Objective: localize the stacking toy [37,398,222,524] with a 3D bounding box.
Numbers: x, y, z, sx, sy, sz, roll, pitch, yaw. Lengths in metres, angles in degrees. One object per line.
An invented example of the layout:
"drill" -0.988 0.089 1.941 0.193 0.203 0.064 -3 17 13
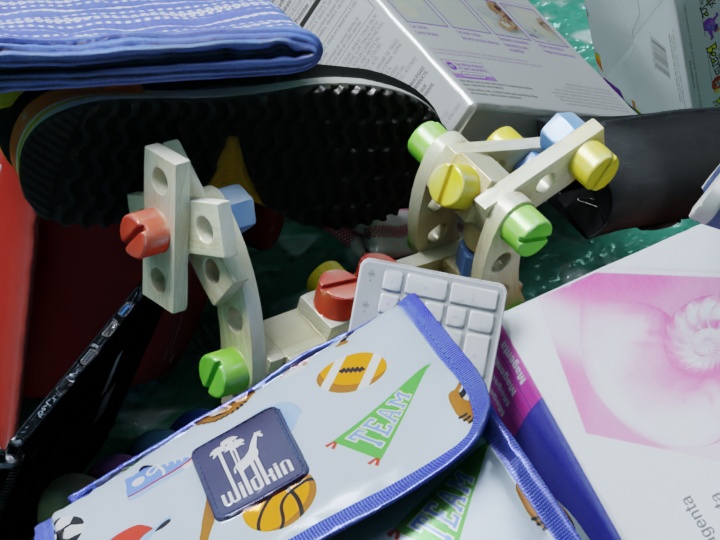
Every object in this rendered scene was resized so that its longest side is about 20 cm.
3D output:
"stacking toy" -0.038 0.079 0.832 0.200 0.086 0.085 -33 40 -30

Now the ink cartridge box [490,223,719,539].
"ink cartridge box" 0.132 0.085 0.714 0.199 0.043 0.197 -24 65 -10

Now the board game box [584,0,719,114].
"board game box" 0.224 -0.160 0.993 0.199 0.105 0.103 -26 38 -12

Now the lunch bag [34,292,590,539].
"lunch bag" -0.002 0.124 0.647 0.170 0.124 0.200 -30 63 -3

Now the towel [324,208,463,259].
"towel" -0.022 -0.082 0.923 0.200 0.030 0.146 46 25 16

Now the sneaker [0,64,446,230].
"sneaker" -0.059 -0.068 0.806 0.199 0.070 0.090 -3 36 -32

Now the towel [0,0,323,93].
"towel" -0.102 -0.105 0.781 0.144 0.024 0.200 -4 18 -12

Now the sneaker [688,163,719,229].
"sneaker" 0.215 -0.052 0.737 0.115 0.081 0.200 38 55 3

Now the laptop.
"laptop" -0.178 0.069 0.789 0.103 0.177 0.200 34 52 2

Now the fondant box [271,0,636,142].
"fondant box" 0.026 -0.120 0.947 0.144 0.058 0.200 0 44 -50

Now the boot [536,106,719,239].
"boot" 0.191 -0.049 0.826 0.199 0.066 0.165 -2 2 -13

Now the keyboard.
"keyboard" 0.010 0.099 0.715 0.056 0.201 0.011 11 -3 2

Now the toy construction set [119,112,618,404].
"toy construction set" 0.000 0.000 0.767 0.199 0.131 0.092 -6 45 -27

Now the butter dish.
"butter dish" -0.109 -0.035 0.935 0.147 0.201 0.200 3 39 -12
